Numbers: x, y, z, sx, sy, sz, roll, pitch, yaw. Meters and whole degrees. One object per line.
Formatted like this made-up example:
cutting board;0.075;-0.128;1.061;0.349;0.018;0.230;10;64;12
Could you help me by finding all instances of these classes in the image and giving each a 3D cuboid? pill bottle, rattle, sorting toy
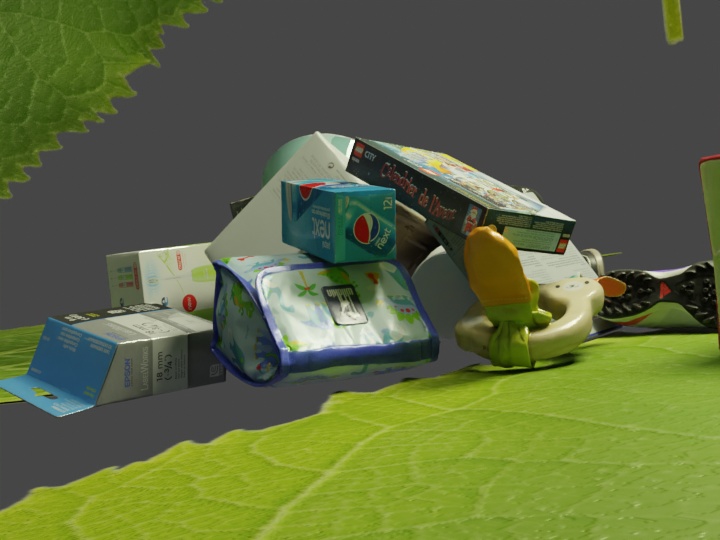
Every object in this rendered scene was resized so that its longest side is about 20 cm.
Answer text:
pill bottle;0.129;0.020;1.368;0.114;0.118;0.199;-6;2;21
rattle;0.173;-0.003;1.113;0.198;0.145;0.129;-27;10;-30
sorting toy;0.000;0.000;1.359;0.200;0.037;0.184;-43;-27;13

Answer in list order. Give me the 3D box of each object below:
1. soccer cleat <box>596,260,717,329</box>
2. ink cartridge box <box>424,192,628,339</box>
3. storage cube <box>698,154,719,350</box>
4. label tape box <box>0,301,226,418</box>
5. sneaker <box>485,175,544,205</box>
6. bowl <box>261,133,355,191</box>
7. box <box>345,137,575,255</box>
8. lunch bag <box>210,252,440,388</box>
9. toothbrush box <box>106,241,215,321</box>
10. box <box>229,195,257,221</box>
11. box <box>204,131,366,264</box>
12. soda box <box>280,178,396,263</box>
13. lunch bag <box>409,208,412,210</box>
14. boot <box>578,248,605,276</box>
soccer cleat;0.340;0.031;1.217;0.197;0.070;0.073;-1;-14;36
ink cartridge box;0.187;0.004;1.281;0.195;0.201;0.043;-8;-32;-52
storage cube;0.413;-0.026;0.997;0.178;0.174;0.198;-10;5;-42
label tape box;-0.257;0.086;1.204;0.198;0.065;0.143;-8;14;-43
sneaker;0.146;-0.079;1.399;0.196;0.061;0.104;-2;-7;-18
bowl;-0.045;-0.067;1.555;0.197;0.203;0.106;-6;41;16
box;0.097;-0.075;1.164;0.135;0.038;0.199;4;21;-43
lunch bag;-0.039;0.052;1.141;0.167;0.130;0.200;-5;19;-25
toothbrush box;-0.207;0.041;1.472;0.198;0.149;0.085;-7;2;-41
box;-0.119;-0.006;1.682;0.048;0.204;0.161;-14;1;12
box;-0.057;-0.035;1.397;0.200;0.107;0.152;-45;-34;7
soda box;-0.026;-0.053;1.172;0.063;0.069;0.200;-3;8;-19
lunch bag;0.052;0.008;1.534;0.160;0.078;0.199;-39;-24;12
boot;0.248;0.017;1.663;0.148;0.075;0.200;-6;-2;-15
